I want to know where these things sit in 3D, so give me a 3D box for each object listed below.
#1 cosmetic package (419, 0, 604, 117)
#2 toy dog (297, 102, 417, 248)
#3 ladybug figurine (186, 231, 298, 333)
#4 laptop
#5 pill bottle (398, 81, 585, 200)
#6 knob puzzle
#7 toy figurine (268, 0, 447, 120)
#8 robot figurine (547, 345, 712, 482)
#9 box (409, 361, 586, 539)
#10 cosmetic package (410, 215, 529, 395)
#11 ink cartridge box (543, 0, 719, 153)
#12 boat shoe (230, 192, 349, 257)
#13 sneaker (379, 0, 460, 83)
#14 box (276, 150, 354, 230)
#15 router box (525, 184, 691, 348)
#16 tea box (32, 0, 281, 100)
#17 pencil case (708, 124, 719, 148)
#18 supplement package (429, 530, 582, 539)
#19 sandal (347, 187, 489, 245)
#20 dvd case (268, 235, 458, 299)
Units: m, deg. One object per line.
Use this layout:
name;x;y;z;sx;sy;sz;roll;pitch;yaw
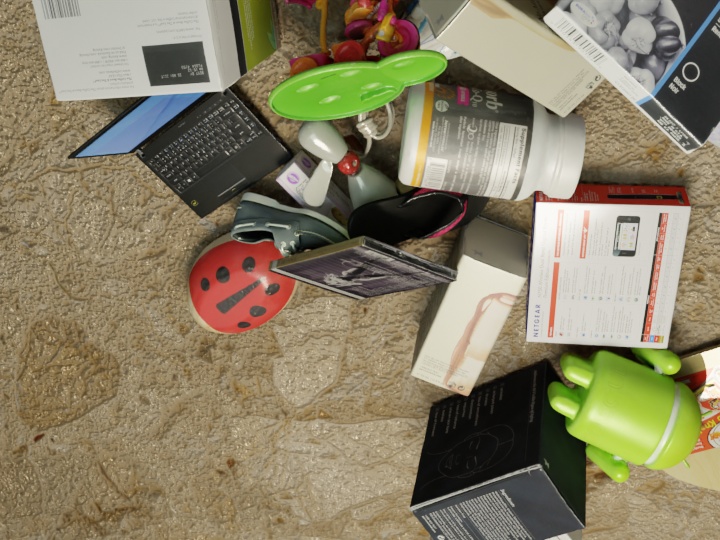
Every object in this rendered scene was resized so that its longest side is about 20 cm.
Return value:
cosmetic package;0.153;-0.247;0.933;0.198;0.107;0.071;19;131;-38
toy dog;-0.005;-0.110;1.124;0.096;0.131;0.203;14;133;60
ladybug figurine;-0.165;0.022;1.263;0.136;0.072;0.199;44;122;-13
laptop;-0.216;-0.140;1.135;0.175;0.104;0.200;-27;122;30
pill bottle;0.145;-0.142;1.040;0.195;0.117;0.118;8;124;-1
knob puzzle;0.453;0.200;1.215;0.215;0.030;0.224;9;114;21
toy figurine;-0.015;-0.280;0.975;0.197;0.149;0.188;-13;81;26
robot figurine;0.337;0.175;1.163;0.197;0.116;0.179;22;99;4
box;0.189;0.256;1.234;0.195;0.201;0.125;-28;113;29
cosmetic package;0.138;0.045;1.175;0.086;0.104;0.202;19;126;-1
ink cartridge box;0.308;-0.255;0.891;0.197;0.043;0.201;39;81;-6
boat shoe;-0.084;-0.042;1.162;0.197;0.063;0.073;20;162;33
sneaker;0.101;-0.284;1.003;0.086;0.076;0.200;29;133;-11
box;-0.023;-0.065;1.188;0.041;0.039;0.200;-35;107;31
router box;0.294;-0.004;1.122;0.175;0.049;0.203;3;123;8
tea box;-0.213;-0.279;1.005;0.196;0.197;0.136;0;115;15
pencil case;0.374;-0.188;0.969;0.198;0.084;0.091;34;152;-8
supplement package;0.212;0.366;1.352;0.198;0.110;0.114;-31;110;30
sandal;0.080;-0.069;1.090;0.197;0.045;0.077;-22;110;-19
dvd case;0.000;0.000;1.123;0.147;0.016;0.198;19;161;-34
